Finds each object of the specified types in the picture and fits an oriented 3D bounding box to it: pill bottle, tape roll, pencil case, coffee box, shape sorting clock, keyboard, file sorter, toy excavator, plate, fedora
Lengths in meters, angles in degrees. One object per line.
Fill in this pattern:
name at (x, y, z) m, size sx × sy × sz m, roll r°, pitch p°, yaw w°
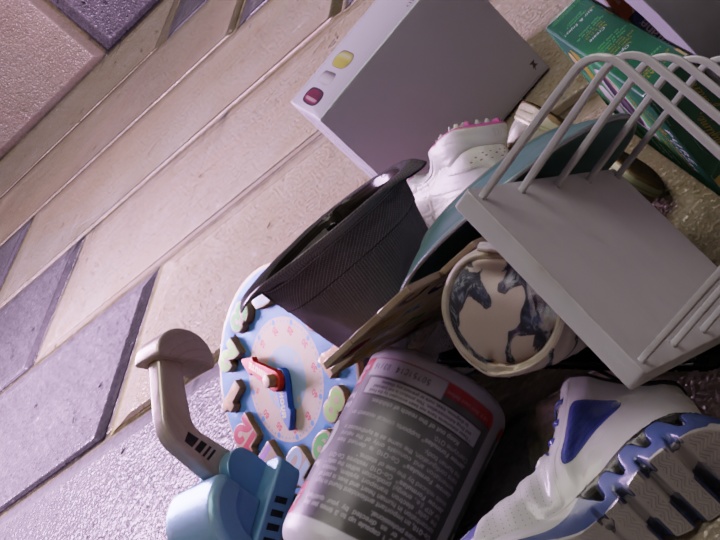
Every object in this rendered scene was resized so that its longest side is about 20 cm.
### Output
pill bottle at (0.014, 0.167, 0.842) m, size 0.113 × 0.114 × 0.201 m, roll -5°, pitch 50°, yaw 56°
tape roll at (0.233, -0.196, 0.866) m, size 0.066 × 0.200 × 0.201 m, roll -46°, pitch 26°, yaw 9°
pencil case at (0.126, 0.008, 0.757) m, size 0.077 × 0.091 × 0.199 m, roll -7°, pitch 5°, yaw 32°
coffee box at (0.222, -0.134, 0.899) m, size 0.044 × 0.123 × 0.200 m, roll -42°, pitch 25°, yaw 8°
shape sorting clock at (-0.065, 0.093, 1.013) m, size 0.199 × 0.039 × 0.203 m, roll 10°, pitch 103°, yaw 51°
keyboard at (0.157, 0.066, 0.793) m, size 0.198 × 0.104 × 0.040 m, roll -1°, pitch 97°, yaw 39°
file sorter at (0.181, -0.043, 0.676) m, size 0.199 × 0.139 × 0.125 m, roll -13°, pitch -36°, yaw -53°
toy excavator at (-0.115, 0.170, 0.952) m, size 0.099 × 0.200 × 0.196 m, roll -27°, pitch 34°, yaw 38°
plate at (0.100, -0.044, 0.794) m, size 0.199 × 0.026 × 0.200 m, roll -34°, pitch -15°, yaw -10°
fedora at (0.000, 0.000, 0.882) m, size 0.176 × 0.091 × 0.200 m, roll -39°, pitch 7°, yaw 1°

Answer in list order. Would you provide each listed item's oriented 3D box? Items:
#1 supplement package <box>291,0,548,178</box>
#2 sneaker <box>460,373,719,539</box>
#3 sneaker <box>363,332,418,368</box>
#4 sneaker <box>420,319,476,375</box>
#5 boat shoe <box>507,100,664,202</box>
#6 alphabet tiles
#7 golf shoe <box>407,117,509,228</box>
supplement package at (0.058, -0.189, 1.199) m, size 0.200 × 0.155 × 0.111 m, roll -50°, pitch 26°, yaw 0°
sneaker at (0.139, 0.134, 0.738) m, size 0.199 × 0.081 × 0.115 m, roll -37°, pitch 24°, yaw 12°
sneaker at (0.036, 0.022, 1.033) m, size 0.201 × 0.098 × 0.079 m, roll -95°, pitch 7°, yaw -49°
sneaker at (0.090, -0.001, 0.944) m, size 0.201 × 0.084 × 0.077 m, roll -59°, pitch 19°, yaw 27°
boat shoe at (0.177, -0.081, 0.971) m, size 0.067 × 0.073 × 0.200 m, roll -62°, pitch 24°, yaw 11°
alphabet tiles at (0.065, 0.010, 0.801) m, size 0.199 × 0.006 × 0.166 m, roll -23°, pitch -15°, yaw -46°
golf shoe at (0.084, -0.056, 1.054) m, size 0.200 × 0.074 × 0.093 m, roll 122°, pitch 132°, yaw -66°
